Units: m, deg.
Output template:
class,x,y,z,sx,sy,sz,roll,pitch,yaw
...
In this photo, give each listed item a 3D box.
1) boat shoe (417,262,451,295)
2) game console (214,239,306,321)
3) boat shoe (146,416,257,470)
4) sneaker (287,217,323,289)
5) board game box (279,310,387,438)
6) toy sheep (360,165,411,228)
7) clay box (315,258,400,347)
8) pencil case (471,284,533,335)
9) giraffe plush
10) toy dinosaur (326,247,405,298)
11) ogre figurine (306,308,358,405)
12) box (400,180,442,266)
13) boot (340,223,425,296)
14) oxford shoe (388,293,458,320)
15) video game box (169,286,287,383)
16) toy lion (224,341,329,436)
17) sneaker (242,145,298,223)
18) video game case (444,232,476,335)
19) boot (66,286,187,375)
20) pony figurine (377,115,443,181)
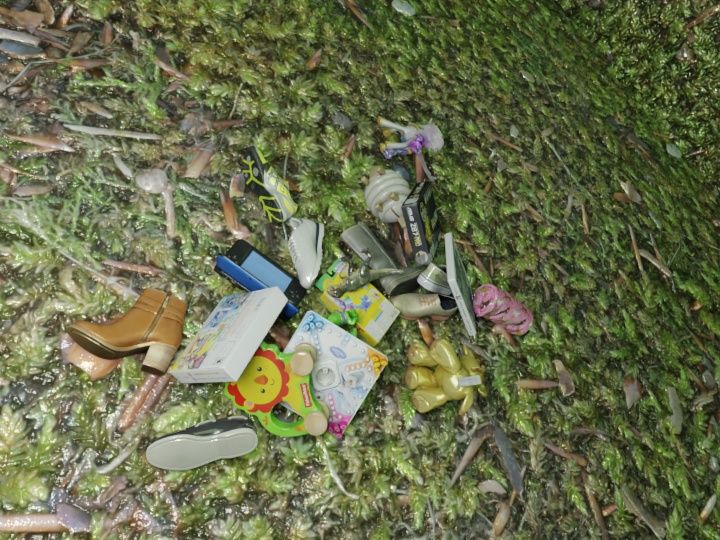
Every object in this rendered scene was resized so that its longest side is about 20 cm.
class,x,y,z,sx,sy,sz,roll,pitch,yaw
boat shoe,0.208,0.019,1.436,0.072,0.062,0.199,41,16,20
game console,-0.202,0.006,1.211,0.199,0.119,0.172,36,41,-7
boat shoe,-0.290,0.312,1.042,0.196,0.075,0.060,-8,25,-16
sneaker,-0.135,-0.042,1.319,0.079,0.077,0.202,19,42,-23
board game box,-0.073,0.217,1.158,0.198,0.026,0.202,31,95,-10
toy sheep,0.074,-0.194,1.489,0.136,0.138,0.203,-5,61,-31
clay box,-0.012,0.075,1.341,0.200,0.048,0.115,43,52,0
pencil case,0.377,0.106,1.488,0.198,0.086,0.084,26,56,-37
giraffe plush,0.221,0.242,1.322,0.161,0.197,0.176,1,93,-55
toy dinosaur,0.000,0.000,1.319,0.197,0.047,0.090,-19,81,-18
ogre figurine,-0.073,0.173,1.215,0.118,0.098,0.204,17,91,-19
box,0.162,-0.125,1.461,0.200,0.048,0.164,-55,135,-62
boot,0.061,-0.033,1.432,0.200,0.073,0.180,46,28,24
oxford shoe,0.162,0.080,1.419,0.197,0.074,0.072,3,62,-28
video game box,-0.254,0.126,1.093,0.047,0.180,0.201,54,47,-29
toy lion,-0.170,0.234,1.112,0.188,0.069,0.204,-12,101,4
sneaker,-0.222,-0.210,1.376,0.076,0.075,0.203,-23,87,-44
video game case,0.253,0.032,1.431,0.202,0.023,0.184,-81,150,-53
boot,-0.436,0.096,1.076,0.198,0.073,0.157,30,53,-27
pony figurine,0.158,-0.374,1.643,0.196,0.168,0.196,-4,57,-14
